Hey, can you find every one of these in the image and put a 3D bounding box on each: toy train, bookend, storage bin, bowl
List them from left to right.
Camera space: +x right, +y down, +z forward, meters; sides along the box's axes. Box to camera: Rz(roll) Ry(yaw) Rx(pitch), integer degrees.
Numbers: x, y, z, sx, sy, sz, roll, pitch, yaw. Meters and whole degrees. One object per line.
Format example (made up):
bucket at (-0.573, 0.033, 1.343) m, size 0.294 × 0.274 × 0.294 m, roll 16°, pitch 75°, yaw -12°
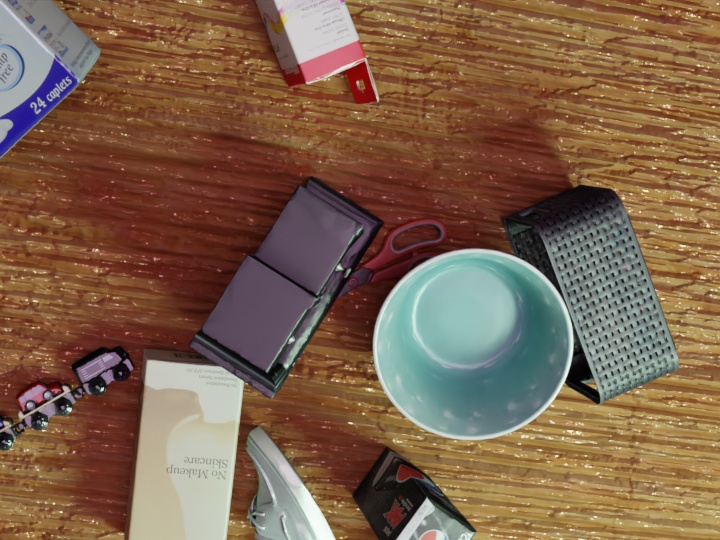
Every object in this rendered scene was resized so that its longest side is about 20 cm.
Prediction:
toy train at (-0.322, 0.134, 1.360) m, size 0.200 × 0.034 × 0.046 m, roll -31°, pitch 97°, yaw -6°
bookend at (-0.065, 0.009, 1.303) m, size 0.092 × 0.199 × 0.200 m, roll 32°, pitch 89°, yaw 0°
bowl at (0.111, 0.061, 1.382) m, size 0.200 × 0.105 × 0.201 m, roll 0°, pitch 106°, yaw 0°
storage bin at (0.237, 0.022, 1.396) m, size 0.094 × 0.135 × 0.200 m, roll -23°, pitch 100°, yaw -7°

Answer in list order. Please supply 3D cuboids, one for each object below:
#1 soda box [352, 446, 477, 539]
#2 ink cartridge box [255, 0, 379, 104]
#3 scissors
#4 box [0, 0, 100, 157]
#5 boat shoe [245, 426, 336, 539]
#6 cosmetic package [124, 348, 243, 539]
soda box at (0.050, 0.242, 1.353) m, size 0.063 × 0.200 × 0.071 m, roll 36°, pitch 89°, yaw -12°
ink cartridge box at (-0.054, -0.247, 1.325) m, size 0.067 × 0.116 × 0.200 m, roll -23°, pitch 99°, yaw -8°
scissors at (0.000, 0.000, 1.416) m, size 0.199 × 0.014 × 0.073 m, roll -15°, pitch 101°, yaw -7°
box at (-0.378, -0.201, 1.238) m, size 0.184 × 0.105 × 0.200 m, roll -39°, pitch 109°, yaw 18°
boat shoe at (-0.078, 0.259, 1.399) m, size 0.071 × 0.070 × 0.201 m, roll -30°, pitch 103°, yaw -9°
cosmetic package at (-0.179, 0.186, 1.372) m, size 0.105 × 0.071 × 0.201 m, roll 4°, pitch 95°, yaw -11°
